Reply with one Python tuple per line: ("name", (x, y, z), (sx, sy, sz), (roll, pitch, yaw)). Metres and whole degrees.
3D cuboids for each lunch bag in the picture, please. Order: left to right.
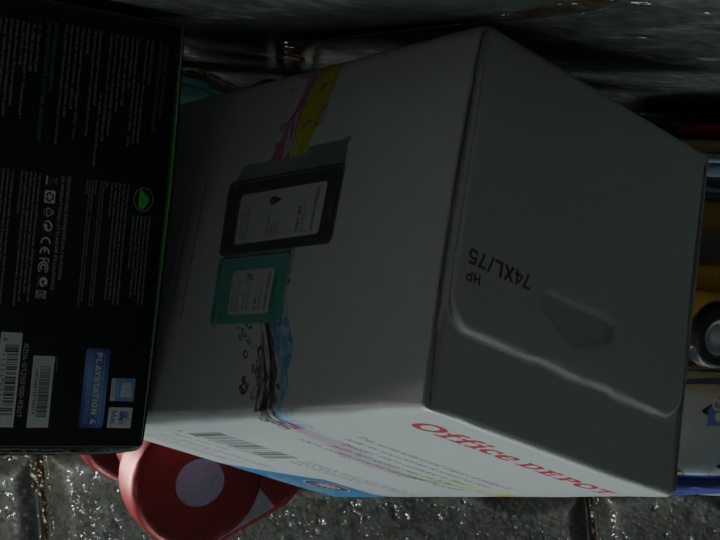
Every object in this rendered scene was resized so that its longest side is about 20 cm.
("lunch bag", (0.177, 0.078, 0.950), (0.159, 0.076, 0.200), (0, -175, -8))

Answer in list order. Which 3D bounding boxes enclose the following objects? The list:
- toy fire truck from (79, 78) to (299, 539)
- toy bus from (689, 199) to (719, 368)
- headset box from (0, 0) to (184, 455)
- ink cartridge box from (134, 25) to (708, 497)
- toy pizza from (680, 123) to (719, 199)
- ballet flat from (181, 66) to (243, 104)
("toy fire truck", (-0.067, 0.028, 0.821), (0.167, 0.201, 0.112), (-28, -156, -17))
("toy bus", (0.213, 0.011, 0.830), (0.199, 0.079, 0.065), (7, -179, -27))
("headset box", (-0.175, -0.023, 0.714), (0.092, 0.175, 0.199), (6, 180, -42))
("ink cartridge box", (0.017, 0.009, 0.695), (0.146, 0.147, 0.199), (23, 160, -40))
("toy pizza", (0.227, -0.050, 0.829), (0.199, 0.032, 0.200), (7, 180, 0))
("ballet flat", (-0.114, -0.077, 0.883), (0.199, 0.076, 0.064), (15, -168, 5))
